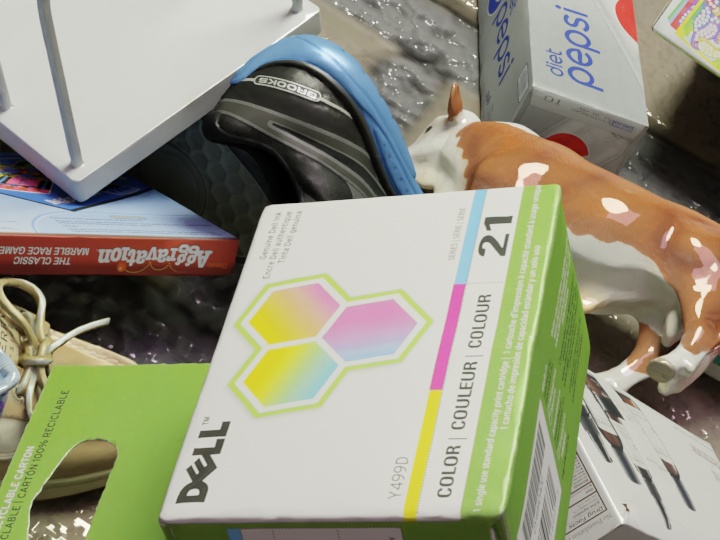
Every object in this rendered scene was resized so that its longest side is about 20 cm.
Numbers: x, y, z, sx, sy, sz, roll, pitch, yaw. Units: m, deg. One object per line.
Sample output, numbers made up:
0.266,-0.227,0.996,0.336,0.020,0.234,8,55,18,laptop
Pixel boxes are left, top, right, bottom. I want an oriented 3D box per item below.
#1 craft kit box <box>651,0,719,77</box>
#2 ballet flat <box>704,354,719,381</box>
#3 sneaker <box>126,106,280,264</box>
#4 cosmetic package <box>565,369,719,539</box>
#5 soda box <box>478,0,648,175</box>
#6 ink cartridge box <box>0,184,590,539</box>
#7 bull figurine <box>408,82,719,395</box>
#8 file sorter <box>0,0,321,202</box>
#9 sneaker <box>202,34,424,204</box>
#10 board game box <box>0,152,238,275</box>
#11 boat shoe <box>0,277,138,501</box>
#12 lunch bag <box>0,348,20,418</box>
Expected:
0.266,-0.089,1.105,0.200,0.049,0.198,36,17,12,craft kit box
0.210,-0.006,1.026,0.069,0.069,0.200,32,39,6,ballet flat
-0.068,-0.096,0.945,0.202,0.077,0.146,42,42,19,sneaker
0.101,0.090,0.768,0.200,0.051,0.083,29,32,-58,cosmetic package
0.107,-0.124,1.093,0.068,0.063,0.200,18,39,-12,soda box
-0.037,0.051,0.640,0.200,0.076,0.148,-3,40,16,ink cartridge box
0.092,-0.012,0.942,0.200,0.065,0.121,22,51,16,bull figurine
-0.137,-0.156,0.847,0.139,0.125,0.200,-39,60,-25,file sorter
0.000,0.000,0.849,0.083,0.071,0.200,-35,103,-16,sneaker
-0.156,-0.025,0.802,0.200,0.019,0.103,1,22,-45,board game box
-0.163,0.036,0.748,0.200,0.063,0.073,9,41,-23,boat shoe
-0.218,0.040,0.623,0.200,0.170,0.127,38,42,16,lunch bag
